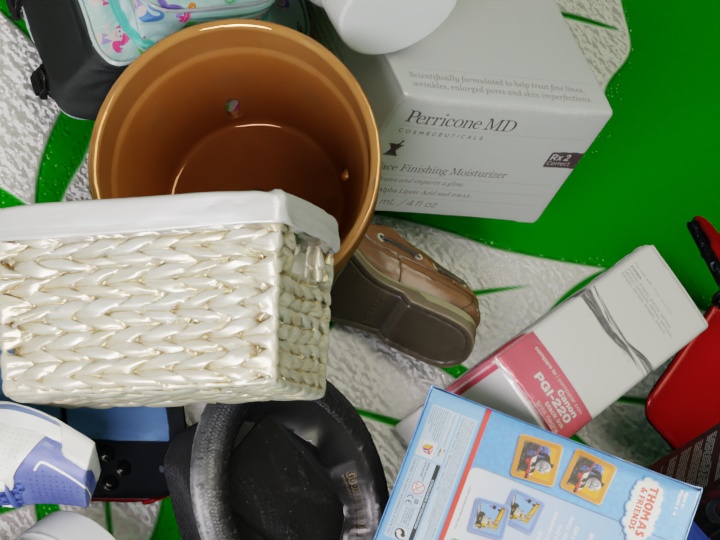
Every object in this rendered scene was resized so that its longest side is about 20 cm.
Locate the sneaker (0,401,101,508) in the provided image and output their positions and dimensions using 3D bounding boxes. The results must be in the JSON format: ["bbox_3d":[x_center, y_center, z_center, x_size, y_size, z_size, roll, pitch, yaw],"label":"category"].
[{"bbox_3d":[-0.269,0.136,1.516,0.199,0.081,0.115,15,67,9],"label":"sneaker"}]

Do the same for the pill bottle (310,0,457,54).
[{"bbox_3d":[-0.011,-0.259,1.719,0.113,0.113,0.200,-2,51,-35],"label":"pill bottle"}]

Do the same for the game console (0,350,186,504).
[{"bbox_3d":[-0.207,0.063,1.644,0.176,0.031,0.201,6,62,-32],"label":"game console"}]

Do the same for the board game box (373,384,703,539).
[{"bbox_3d":[0.114,0.184,1.624,0.199,0.037,0.152,21,71,4],"label":"board game box"}]

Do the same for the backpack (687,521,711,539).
[{"bbox_3d":[0.193,0.242,1.737,0.200,0.163,0.168,37,15,-8],"label":"backpack"}]

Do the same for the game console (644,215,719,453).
[{"bbox_3d":[0.300,0.087,1.942,0.200,0.119,0.173,47,14,-34],"label":"game console"}]

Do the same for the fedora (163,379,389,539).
[{"bbox_3d":[-0.069,0.160,1.631,0.200,0.091,0.201,14,71,-47],"label":"fedora"}]

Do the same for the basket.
[{"bbox_3d":[-0.123,0.022,1.516,0.136,0.199,0.124,23,65,-74],"label":"basket"}]

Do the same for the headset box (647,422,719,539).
[{"bbox_3d":[0.314,0.183,1.821,0.149,0.200,0.077,34,49,-15],"label":"headset box"}]

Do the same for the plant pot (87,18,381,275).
[{"bbox_3d":[-0.080,-0.058,1.675,0.199,0.140,0.201,-1,77,4],"label":"plant pot"}]

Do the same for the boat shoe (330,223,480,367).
[{"bbox_3d":[0.000,0.000,1.799,0.200,0.072,0.068,33,37,-15],"label":"boat shoe"}]

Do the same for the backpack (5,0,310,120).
[{"bbox_3d":[-0.136,-0.201,1.758,0.200,0.151,0.178,1,55,-39],"label":"backpack"}]

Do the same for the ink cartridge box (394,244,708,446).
[{"bbox_3d":[0.144,0.078,1.796,0.200,0.146,0.085,-35,88,-40],"label":"ink cartridge box"}]

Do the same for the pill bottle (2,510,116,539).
[{"bbox_3d":[-0.232,0.238,1.479,0.200,0.114,0.114,-37,89,-41],"label":"pill bottle"}]

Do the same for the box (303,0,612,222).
[{"bbox_3d":[0.052,-0.154,1.839,0.198,0.131,0.200,3,48,-33],"label":"box"}]
